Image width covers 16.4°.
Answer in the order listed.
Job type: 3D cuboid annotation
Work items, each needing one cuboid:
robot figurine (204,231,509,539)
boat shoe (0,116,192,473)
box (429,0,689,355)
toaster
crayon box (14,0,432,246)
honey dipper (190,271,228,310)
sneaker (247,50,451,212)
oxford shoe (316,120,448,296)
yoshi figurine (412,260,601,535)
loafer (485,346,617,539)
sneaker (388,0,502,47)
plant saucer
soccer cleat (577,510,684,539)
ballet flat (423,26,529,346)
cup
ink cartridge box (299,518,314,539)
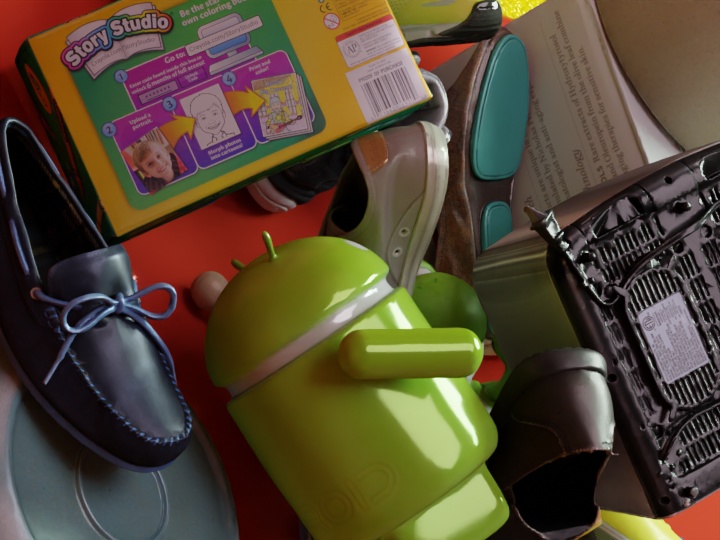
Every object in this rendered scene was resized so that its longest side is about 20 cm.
[{"bbox_3d":[-0.005,0.070,1.332,0.116,0.175,0.200,-34,90,-22],"label":"robot figurine"},{"bbox_3d":[-0.149,0.011,1.260,0.200,0.069,0.084,51,34,10],"label":"boat shoe"},{"bbox_3d":[0.167,-0.061,1.660,0.199,0.171,0.201,1,66,-51],"label":"box"},{"bbox_3d":[0.179,0.024,1.439,0.181,0.119,0.200,-27,97,-26],"label":"toaster"},{"bbox_3d":[-0.076,-0.106,1.378,0.200,0.058,0.119,-24,89,-14],"label":"crayon box"},{"bbox_3d":[-0.031,0.081,1.432,0.200,0.038,0.038,50,36,-12],"label":"honey dipper"},{"bbox_3d":[0.014,-0.100,1.533,0.200,0.114,0.076,-42,112,-54],"label":"sneaker"},{"bbox_3d":[0.000,0.000,1.421,0.058,0.200,0.075,3,36,-17],"label":"oxford shoe"},{"bbox_3d":[0.062,0.083,1.489,0.112,0.112,0.200,-20,80,-48],"label":"yoshi figurine"},{"bbox_3d":[0.092,0.126,1.380,0.073,0.200,0.071,-4,52,-14],"label":"loafer"},{"bbox_3d":[0.010,-0.185,1.516,0.078,0.200,0.091,-6,107,-41],"label":"sneaker"},{"bbox_3d":[-0.129,0.117,1.287,0.200,0.027,0.201,31,46,-38],"label":"plant saucer"},{"bbox_3d":[0.167,0.168,1.567,0.083,0.065,0.201,-2,53,-28],"label":"soccer cleat"},{"bbox_3d":[0.063,-0.054,1.570,0.068,0.067,0.201,5,89,-55],"label":"ballet flat"},{"bbox_3d":[0.265,-0.176,1.588,0.200,0.143,0.201,30,44,-34],"label":"cup"},{"bbox_3d":[0.025,0.218,1.404,0.200,0.042,0.120,33,42,-38],"label":"ink cartridge box"}]
